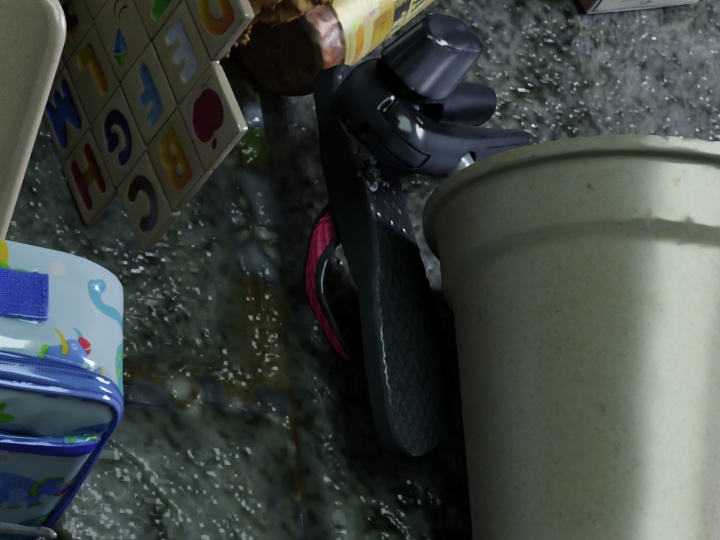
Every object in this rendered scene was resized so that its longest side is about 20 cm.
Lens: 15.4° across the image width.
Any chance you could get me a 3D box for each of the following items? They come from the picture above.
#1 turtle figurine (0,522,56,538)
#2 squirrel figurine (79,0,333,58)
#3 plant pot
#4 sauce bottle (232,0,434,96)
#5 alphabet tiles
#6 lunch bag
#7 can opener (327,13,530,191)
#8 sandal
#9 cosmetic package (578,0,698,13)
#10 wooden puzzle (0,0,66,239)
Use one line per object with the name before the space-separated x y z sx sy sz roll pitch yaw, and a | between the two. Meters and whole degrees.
turtle figurine | -0.130 0.147 0.962 0.101 0.200 0.150 -43 102 -8
squirrel figurine | -0.073 -0.183 1.222 0.186 0.142 0.201 4 52 27
plant pot | 0.123 0.064 1.190 0.200 0.200 0.184 13 66 -22
sauce bottle | 0.014 -0.157 1.338 0.066 0.066 0.200 46 51 4
alphabet tiles | -0.109 -0.119 1.175 0.006 0.166 0.201 -8 65 -37
lunch bag | -0.197 0.042 1.025 0.199 0.161 0.083 12 55 -24
can opener | 0.043 -0.068 1.256 0.064 0.078 0.200 61 14 13
sandal | 0.000 0.000 1.237 0.075 0.045 0.201 37 36 -57
cosmetic package | 0.137 -0.251 1.446 0.087 0.103 0.201 -9 64 -35
wooden puzzle | -0.236 -0.049 1.065 0.199 0.186 0.037 11 24 -22
